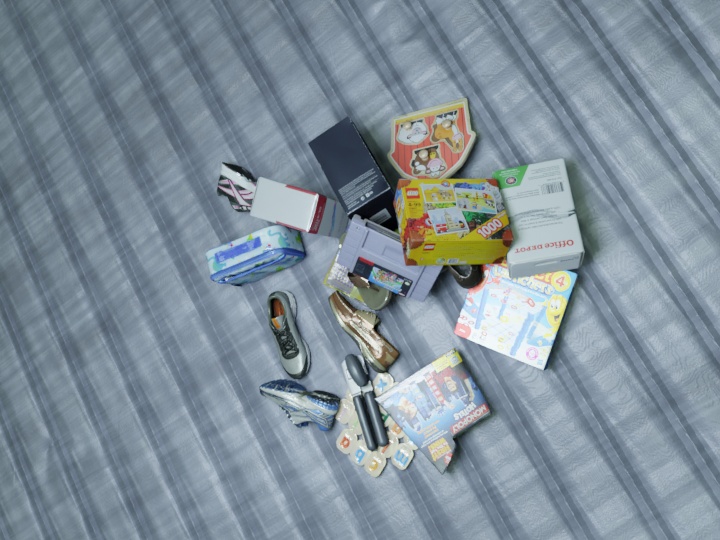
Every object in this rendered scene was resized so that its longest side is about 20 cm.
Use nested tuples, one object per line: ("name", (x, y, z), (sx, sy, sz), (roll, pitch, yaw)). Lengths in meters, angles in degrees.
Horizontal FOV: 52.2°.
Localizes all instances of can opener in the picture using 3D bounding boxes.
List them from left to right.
("can opener", (0.004, 0.276, 1.549), (0.052, 0.067, 0.204), (-21, 77, 15))

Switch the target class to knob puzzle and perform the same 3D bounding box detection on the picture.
("knob puzzle", (0.145, -0.263, 1.538), (0.215, 0.031, 0.224), (-10, 61, 19))

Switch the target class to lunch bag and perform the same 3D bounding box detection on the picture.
("lunch bag", (-0.233, -0.032, 1.623), (0.196, 0.160, 0.084), (-20, 79, 16))

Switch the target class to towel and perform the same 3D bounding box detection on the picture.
("towel", (0.013, -0.031, 1.609), (0.142, 0.023, 0.203), (29, 96, 20))

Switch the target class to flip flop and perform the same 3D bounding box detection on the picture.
("flip flop", (0.000, 0.000, 1.540), (0.081, 0.057, 0.202), (-45, 59, 30))

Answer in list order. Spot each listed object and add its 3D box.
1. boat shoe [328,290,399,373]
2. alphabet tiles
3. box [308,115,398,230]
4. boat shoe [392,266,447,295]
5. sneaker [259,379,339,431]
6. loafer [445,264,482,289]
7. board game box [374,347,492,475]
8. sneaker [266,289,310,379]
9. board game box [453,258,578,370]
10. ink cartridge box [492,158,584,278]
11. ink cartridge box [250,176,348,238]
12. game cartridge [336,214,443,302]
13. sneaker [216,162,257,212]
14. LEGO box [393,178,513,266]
("boat shoe", (0.010, 0.122, 1.577), (0.073, 0.076, 0.201), (-38, 82, 6))
("alphabet tiles", (0.041, 0.327, 1.574), (0.198, 0.015, 0.198), (33, 94, 19))
("box", (0.000, -0.181, 1.518), (0.103, 0.200, 0.185), (-30, 69, 6))
("boat shoe", (0.126, -0.007, 1.542), (0.197, 0.073, 0.076), (-24, 75, 22))
("sneaker", (-0.142, 0.300, 1.611), (0.196, 0.077, 0.087), (14, 101, 26))
("loafer", (0.174, -0.060, 1.450), (0.072, 0.071, 0.202), (-37, 76, 5))
("board game box", (0.162, 0.298, 1.502), (0.198, 0.062, 0.203), (-31, 79, 6))
("sneaker", (-0.168, 0.143, 1.630), (0.072, 0.079, 0.205), (-19, 81, 15))
("board game box", (0.311, 0.069, 1.477), (0.196, 0.056, 0.200), (20, 93, 20))
("ink cartridge box", (0.342, -0.099, 1.429), (0.143, 0.083, 0.205), (-8, 66, 9))
("ink cartridge box", (-0.122, -0.130, 1.572), (0.143, 0.199, 0.085), (17, 94, 20))
("game cartridge", (0.057, -0.018, 1.447), (0.196, 0.039, 0.131), (24, 133, 1))
("sneaker", (-0.253, -0.167, 1.697), (0.198, 0.080, 0.088), (35, 109, 26))
("LEGO box", (0.172, -0.093, 1.391), (0.195, 0.078, 0.152), (-2, 55, -11))
